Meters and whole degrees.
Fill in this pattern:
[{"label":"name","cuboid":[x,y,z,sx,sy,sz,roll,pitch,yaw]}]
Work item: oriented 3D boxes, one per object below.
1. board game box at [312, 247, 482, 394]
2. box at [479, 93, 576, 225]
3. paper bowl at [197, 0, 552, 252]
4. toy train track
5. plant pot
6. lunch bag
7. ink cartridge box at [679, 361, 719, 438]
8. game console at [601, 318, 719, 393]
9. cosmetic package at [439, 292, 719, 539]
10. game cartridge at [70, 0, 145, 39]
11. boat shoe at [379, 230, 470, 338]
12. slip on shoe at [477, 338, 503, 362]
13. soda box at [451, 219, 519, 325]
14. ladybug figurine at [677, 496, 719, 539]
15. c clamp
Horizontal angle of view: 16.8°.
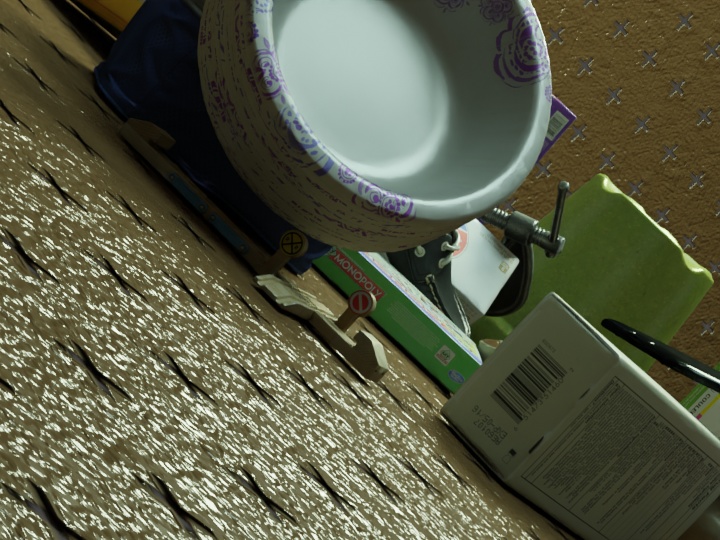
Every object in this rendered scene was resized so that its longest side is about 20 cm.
[{"label":"board game box","cuboid":[0.000,0.000,1.657,0.200,0.029,0.135,43,3,-3]},{"label":"box","cuboid":[0.076,-0.084,2.016,0.039,0.200,0.137,38,6,-28]},{"label":"paper bowl","cuboid":[0.000,-0.108,1.375,0.201,0.201,0.104,43,-33,-14]},{"label":"toy train track","cuboid":[-0.052,-0.019,1.329,0.200,0.033,0.115,44,4,16]},{"label":"plant pot","cuboid":[0.180,0.030,1.992,0.200,0.184,0.200,44,4,-4]},{"label":"lunch bag","cuboid":[-0.050,-0.103,1.498,0.200,0.132,0.136,42,5,-17]},{"label":"ink cartridge box","cuboid":[0.307,0.183,1.902,0.076,0.148,0.200,40,6,-38]},{"label":"game console","cuboid":[0.248,0.124,1.662,0.200,0.116,0.176,-136,-141,-78]},{"label":"cosmetic package","cuboid":[0.145,0.104,1.498,0.073,0.104,0.200,46,4,36]},{"label":"game cartridge","cuboid":[-0.140,-0.158,1.736,0.200,0.032,0.176,33,-3,39]},{"label":"boat shoe","cuboid":[0.038,-0.031,1.753,0.200,0.060,0.074,63,12,-10]},{"label":"slip on shoe","cuboid":[0.122,0.081,1.766,0.076,0.061,0.200,0,-3,4]},{"label":"soda box","cuboid":[0.019,-0.041,1.833,0.200,0.068,0.064,43,-40,-9]},{"label":"ladybug figurine","cuboid":[0.220,0.176,1.682,0.136,0.072,0.200,43,4,-12]},{"label":"c clamp","cuboid":[0.068,-0.041,1.875,0.200,0.027,0.171,21,-40,19]}]
